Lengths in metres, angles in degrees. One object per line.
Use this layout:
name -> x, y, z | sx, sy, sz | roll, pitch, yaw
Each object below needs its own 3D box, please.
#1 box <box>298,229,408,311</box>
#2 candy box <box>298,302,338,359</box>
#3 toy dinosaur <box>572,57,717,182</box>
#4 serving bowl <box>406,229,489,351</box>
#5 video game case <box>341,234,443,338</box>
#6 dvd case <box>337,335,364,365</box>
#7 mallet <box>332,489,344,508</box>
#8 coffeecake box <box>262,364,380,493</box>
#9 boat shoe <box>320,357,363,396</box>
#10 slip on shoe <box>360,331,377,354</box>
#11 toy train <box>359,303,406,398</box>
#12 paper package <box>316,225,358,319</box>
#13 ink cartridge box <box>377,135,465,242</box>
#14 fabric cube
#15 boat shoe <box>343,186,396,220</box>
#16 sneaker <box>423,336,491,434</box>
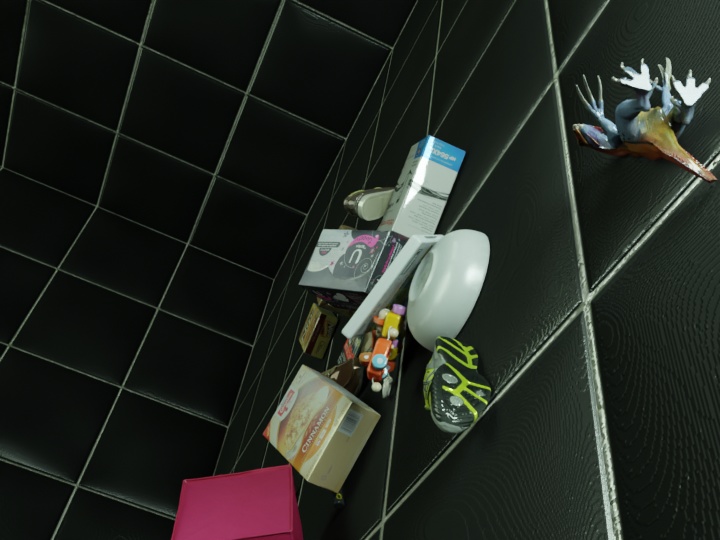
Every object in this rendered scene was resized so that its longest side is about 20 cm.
box -> 0.000, 0.000, 1.509 | 0.200, 0.115, 0.132 | 6, 68, 48
candy box -> -0.116, 0.161, 2.139 | 0.200, 0.055, 0.116 | -150, 83, -79
toy dinosaur -> 0.267, -0.137, 0.793 | 0.182, 0.105, 0.201 | 86, -171, -67
serving bowl -> 0.122, 0.022, 1.218 | 0.200, 0.066, 0.201 | -157, 90, -79
video game case -> 0.062, 0.024, 1.324 | 0.200, 0.023, 0.182 | -54, -15, 14
dvd case -> 0.003, 0.135, 1.696 | 0.146, 0.022, 0.200 | -118, 50, -76
mallet -> -0.059, 0.350, 1.427 | 0.200, 0.066, 0.041 | -91, 14, -63
coffeecake box -> -0.074, 0.278, 1.413 | 0.154, 0.073, 0.200 | -61, 32, -4
boat shoe -> -0.055, 0.234, 1.589 | 0.200, 0.072, 0.076 | 127, 147, -46
slip on shoe -> 0.030, 0.079, 1.566 | 0.076, 0.060, 0.200 | 155, 136, -75
toy train -> 0.030, 0.133, 1.282 | 0.200, 0.055, 0.151 | 80, -153, -70
paper package -> -0.030, 0.003, 1.912 | 0.200, 0.103, 0.191 | -123, 55, -77
ink cartridge box -> 0.116, -0.148, 1.550 | 0.146, 0.084, 0.200 | 176, 116, -79
fabric cube -> -0.196, 0.470, 1.306 | 0.196, 0.199, 0.200 | -103, 6, -71
boat shoe -> 0.047, -0.141, 1.646 | 0.059, 0.200, 0.072 | 18, 110, 37
sneaker -> 0.115, 0.156, 0.987 | 0.200, 0.075, 0.077 | -66, -5, -71
